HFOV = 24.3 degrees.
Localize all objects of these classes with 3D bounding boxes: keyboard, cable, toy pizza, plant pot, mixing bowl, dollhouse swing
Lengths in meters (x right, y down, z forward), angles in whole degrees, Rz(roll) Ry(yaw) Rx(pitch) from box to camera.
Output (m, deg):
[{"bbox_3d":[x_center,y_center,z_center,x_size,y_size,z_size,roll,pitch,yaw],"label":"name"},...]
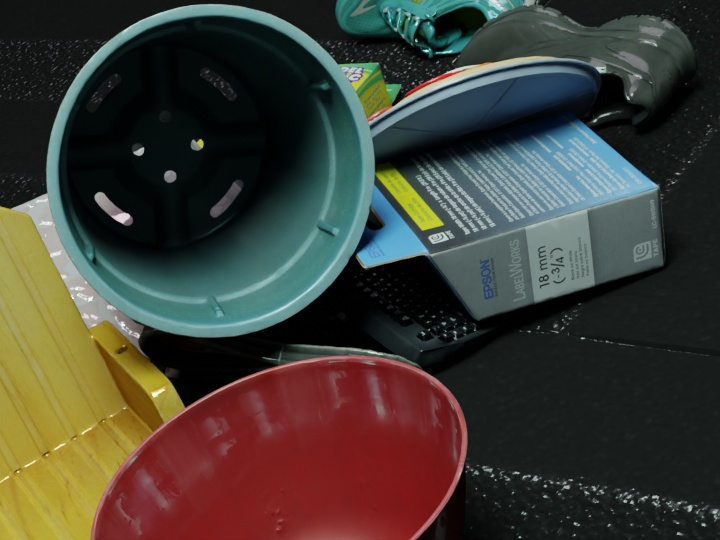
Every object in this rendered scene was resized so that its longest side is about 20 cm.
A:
[{"bbox_3d":[0.000,0.000,1.120,0.104,0.040,0.200,-27,39,-27],"label":"keyboard"},{"bbox_3d":[-0.059,0.046,1.069,0.200,0.097,0.050,-4,59,29],"label":"cable"},{"bbox_3d":[0.071,-0.107,1.174,0.200,0.032,0.200,-17,-15,-5],"label":"toy pizza"},{"bbox_3d":[-0.113,-0.074,1.094,0.200,0.201,0.196,-26,15,-10],"label":"plant pot"},{"bbox_3d":[-0.027,0.148,0.869,0.200,0.109,0.200,-15,30,9],"label":"mixing bowl"},{"bbox_3d":[-0.227,0.082,1.025,0.200,0.176,0.182,-29,31,-18],"label":"dollhouse swing"}]

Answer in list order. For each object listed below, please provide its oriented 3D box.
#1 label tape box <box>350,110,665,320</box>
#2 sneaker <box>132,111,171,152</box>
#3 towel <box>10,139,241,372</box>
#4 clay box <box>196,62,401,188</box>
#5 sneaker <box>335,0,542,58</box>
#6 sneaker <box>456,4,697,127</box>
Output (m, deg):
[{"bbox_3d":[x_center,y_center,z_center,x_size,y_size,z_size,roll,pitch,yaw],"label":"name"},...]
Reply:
[{"bbox_3d":[0.080,-0.032,1.114,0.200,0.063,0.144,-16,29,-11],"label":"label tape box"},{"bbox_3d":[-0.182,-0.054,1.335,0.087,0.076,0.200,8,47,25],"label":"sneaker"},{"bbox_3d":[-0.162,-0.011,1.221,0.191,0.032,0.200,-31,50,-19],"label":"towel"},{"bbox_3d":[-0.058,-0.114,1.367,0.115,0.048,0.200,2,38,31],"label":"clay box"},{"bbox_3d":[0.058,-0.227,1.461,0.200,0.078,0.080,3,46,34],"label":"sneaker"},{"bbox_3d":[0.153,-0.151,1.286,0.200,0.076,0.091,4,45,39],"label":"sneaker"}]
